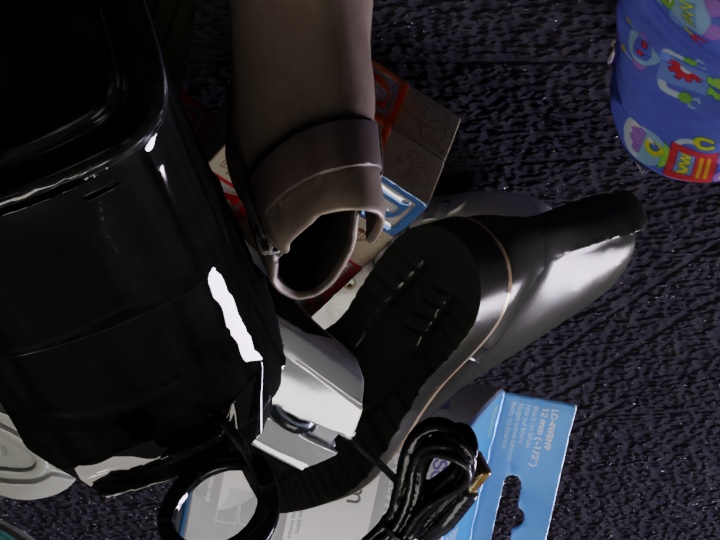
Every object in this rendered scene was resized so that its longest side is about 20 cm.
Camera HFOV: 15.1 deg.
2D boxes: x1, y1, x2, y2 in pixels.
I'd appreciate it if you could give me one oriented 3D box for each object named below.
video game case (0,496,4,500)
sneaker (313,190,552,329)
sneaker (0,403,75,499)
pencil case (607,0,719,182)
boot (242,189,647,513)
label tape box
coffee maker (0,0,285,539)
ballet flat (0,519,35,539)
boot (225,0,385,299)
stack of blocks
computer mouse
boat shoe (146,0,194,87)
[{"bbox_3d":[-0.186,0.105,1.514,0.019,0.143,0.200,52,145,-2],"label":"video game case"},{"bbox_3d":[0.000,0.000,1.337,0.200,0.073,0.085,-16,153,33],"label":"sneaker"},{"bbox_3d":[-0.197,0.019,1.130,0.200,0.081,0.076,31,139,-18],"label":"sneaker"},{"bbox_3d":[0.140,-0.108,1.098,0.087,0.078,0.200,25,160,15],"label":"pencil case"},{"bbox_3d":[0.040,0.039,1.265,0.138,0.078,0.200,-16,162,-46],"label":"boot"},{"bbox_3d":[0.005,0.128,1.403,0.200,0.066,0.143,10,110,-6],"label":"label tape box"},{"bbox_3d":[-0.098,-0.013,1.008,0.135,0.192,0.200,-41,150,-11],"label":"coffee maker"},{"bbox_3d":[-0.177,0.174,1.441,0.200,0.069,0.069,21,150,-16],"label":"ballet flat"},{"bbox_3d":[-0.017,-0.085,1.053,0.070,0.146,0.200,-6,154,-9],"label":"boot"},{"bbox_3d":[-0.058,-0.031,1.240,0.115,0.059,0.200,32,139,-13],"label":"stack of blocks"},{"bbox_3d":[-0.039,0.055,1.197,0.200,0.044,0.110,43,129,5],"label":"computer mouse"},{"bbox_3d":[-0.119,-0.139,1.049,0.068,0.075,0.200,-1,149,17],"label":"boat shoe"}]
